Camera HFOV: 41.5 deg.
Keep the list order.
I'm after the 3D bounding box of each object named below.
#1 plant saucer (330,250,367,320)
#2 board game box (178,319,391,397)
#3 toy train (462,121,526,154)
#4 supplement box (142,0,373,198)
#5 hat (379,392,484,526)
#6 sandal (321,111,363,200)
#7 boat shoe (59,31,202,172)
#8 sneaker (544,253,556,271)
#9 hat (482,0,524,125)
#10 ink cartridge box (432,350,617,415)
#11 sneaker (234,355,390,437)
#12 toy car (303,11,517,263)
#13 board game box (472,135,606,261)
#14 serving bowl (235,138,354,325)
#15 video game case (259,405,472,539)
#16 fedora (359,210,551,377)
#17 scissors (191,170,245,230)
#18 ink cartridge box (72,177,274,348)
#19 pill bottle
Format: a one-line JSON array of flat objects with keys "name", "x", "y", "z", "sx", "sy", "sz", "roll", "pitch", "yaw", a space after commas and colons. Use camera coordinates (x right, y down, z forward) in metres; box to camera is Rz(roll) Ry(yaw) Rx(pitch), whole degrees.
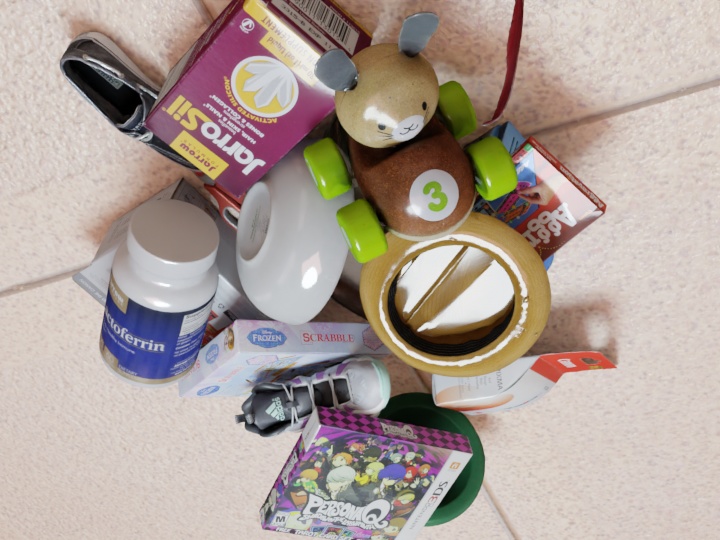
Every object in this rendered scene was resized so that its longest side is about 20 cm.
[{"name": "plant saucer", "x": 0.000, "y": 0.000, "z": 1.093, "sx": 0.199, "sy": 0.032, "sz": 0.200, "roll": 29, "pitch": 157, "yaw": 14}, {"name": "board game box", "x": -0.097, "y": 0.111, "z": 1.163, "sx": 0.198, "sy": 0.041, "sz": 0.200, "roll": 4, "pitch": 157, "yaw": -31}, {"name": "toy train", "x": 0.117, "y": -0.068, "z": 1.026, "sx": 0.200, "sy": 0.087, "sz": 0.114, "roll": -30, "pitch": 111, "yaw": 37}, {"name": "supplement box", "x": -0.103, "y": -0.191, "z": 0.947, "sx": 0.131, "sy": 0.104, "sz": 0.200, "roll": 36, "pitch": 129, "yaw": -20}, {"name": "hat", "x": 0.065, "y": 0.263, "z": 1.322, "sx": 0.200, "sy": 0.165, "sz": 0.176, "roll": 46, "pitch": 165, "yaw": 12}, {"name": "sandal", "x": -0.002, "y": -0.137, "z": 1.003, "sx": 0.079, "sy": 0.058, "sz": 0.202, "roll": 17, "pitch": 132, "yaw": -3}, {"name": "boat shoe", "x": -0.233, "y": -0.168, "z": 1.014, "sx": 0.072, "sy": 0.068, "sz": 0.200, "roll": -35, "pitch": 116, "yaw": 25}, {"name": "sneaker", "x": 0.144, "y": 0.041, "z": 1.093, "sx": 0.077, "sy": 0.112, "sz": 0.200, "roll": 40, "pitch": 127, "yaw": -22}, {"name": "hat", "x": 0.165, "y": -0.262, "z": 0.774, "sx": 0.165, "sy": 0.177, "sz": 0.201, "roll": -7, "pitch": 129, "yaw": 17}, {"name": "ink cartridge box", "x": 0.205, "y": 0.141, "z": 1.160, "sx": 0.199, "sy": 0.050, "sz": 0.162, "roll": -7, "pitch": 165, "yaw": 21}, {"name": "sneaker", "x": -0.069, "y": 0.155, "z": 1.093, "sx": 0.139, "sy": 0.078, "sz": 0.200, "roll": -3, "pitch": 161, "yaw": -44}, {"name": "toy car", "x": 0.032, "y": -0.133, "z": 0.826, "sx": 0.164, "sy": 0.158, "sz": 0.200, "roll": -26, "pitch": 148, "yaw": -5}, {"name": "board game box", "x": 0.142, "y": -0.038, "z": 0.969, "sx": 0.103, "sy": 0.019, "sz": 0.200, "roll": 40, "pitch": 130, "yaw": -8}, {"name": "serving bowl", "x": -0.083, "y": -0.046, "z": 0.998, "sx": 0.065, "sy": 0.201, "sz": 0.200, "roll": 10, "pitch": 138, "yaw": -30}, {"name": "video game case", "x": 0.005, "y": 0.249, "z": 1.118, "sx": 0.199, "sy": 0.036, "sz": 0.182, "roll": 15, "pitch": 121, "yaw": -22}, {"name": "fedora", "x": 0.098, "y": 0.013, "z": 0.960, "sx": 0.199, "sy": 0.082, "sz": 0.202, "roll": 8, "pitch": 122, "yaw": 14}, {"name": "scissors", "x": -0.181, "y": -0.102, "z": 1.102, "sx": 0.199, "sy": 0.014, "sz": 0.073, "roll": 31, "pitch": 130, "yaw": -16}, {"name": "ink cartridge box", "x": -0.219, "y": 0.013, "z": 1.165, "sx": 0.175, "sy": 0.084, "sz": 0.200, "roll": -25, "pitch": 121, "yaw": 31}, {"name": "pill bottle", "x": -0.219, "y": 0.027, "z": 1.043, "sx": 0.115, "sy": 0.116, "sz": 0.201, "roll": 18, "pitch": 131, "yaw": -5}]
